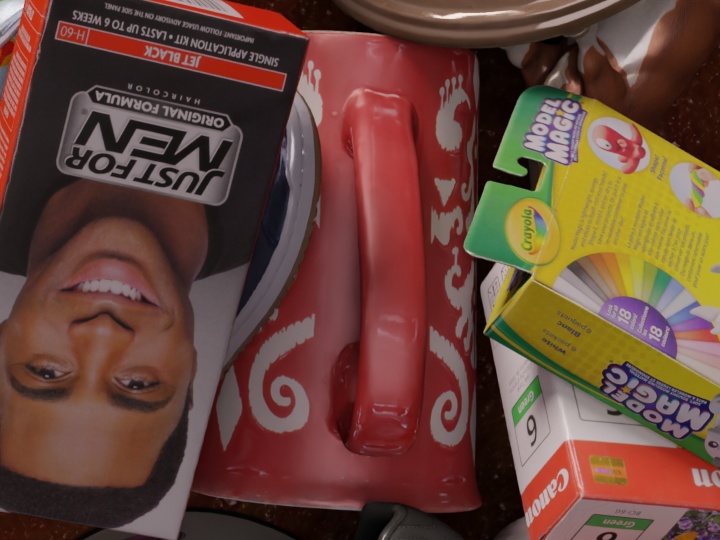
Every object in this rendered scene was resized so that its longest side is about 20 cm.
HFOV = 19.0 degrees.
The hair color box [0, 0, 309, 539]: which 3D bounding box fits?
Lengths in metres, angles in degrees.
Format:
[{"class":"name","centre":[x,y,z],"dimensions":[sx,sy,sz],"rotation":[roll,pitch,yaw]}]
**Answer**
[{"class":"hair color box","centre":[-0.095,-0.007,0.812],"dimensions":[0.101,0.061,0.201],"rotation":[11,103,-18]}]

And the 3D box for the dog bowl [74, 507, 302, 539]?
[{"class":"dog bowl","centre":[-0.079,0.213,0.982],"dimensions":[0.199,0.074,0.201],"rotation":[0,93,-4]}]

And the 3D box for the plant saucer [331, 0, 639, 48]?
[{"class":"plant saucer","centre":[0.066,-0.177,0.930],"dimensions":[0.199,0.200,0.030],"rotation":[-27,138,-2]}]

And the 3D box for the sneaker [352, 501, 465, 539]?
[{"class":"sneaker","centre":[-0.031,0.167,0.895],"dimensions":[0.200,0.075,0.085],"rotation":[-39,113,5]}]

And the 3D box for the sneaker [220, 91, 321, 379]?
[{"class":"sneaker","centre":[-0.099,0.005,0.882],"dimensions":[0.108,0.070,0.201],"rotation":[8,124,-38]}]

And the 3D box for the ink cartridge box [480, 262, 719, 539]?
[{"class":"ink cartridge box","centre":[0.121,0.079,0.885],"dimensions":[0.108,0.050,0.201],"rotation":[7,51,-22]}]

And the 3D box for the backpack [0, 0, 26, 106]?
[{"class":"backpack","centre":[-0.181,-0.077,0.898],"dimensions":[0.199,0.183,0.147],"rotation":[-34,58,2]}]

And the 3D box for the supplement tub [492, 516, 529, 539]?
[{"class":"supplement tub","centre":[0.093,0.197,0.937],"dimensions":[0.144,0.144,0.200],"rotation":[37,67,-5]}]

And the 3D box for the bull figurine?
[{"class":"bull figurine","centre":[0.114,-0.098,0.965],"dimensions":[0.065,0.122,0.200],"rotation":[25,73,33]}]

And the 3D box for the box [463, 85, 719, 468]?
[{"class":"box","centre":[0.134,0.012,0.879],"dimensions":[0.199,0.048,0.118],"rotation":[31,45,-7]}]

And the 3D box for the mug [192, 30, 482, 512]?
[{"class":"mug","centre":[0.007,0.001,0.937],"dimensions":[0.133,0.177,0.201],"rotation":[6,87,-38]}]
